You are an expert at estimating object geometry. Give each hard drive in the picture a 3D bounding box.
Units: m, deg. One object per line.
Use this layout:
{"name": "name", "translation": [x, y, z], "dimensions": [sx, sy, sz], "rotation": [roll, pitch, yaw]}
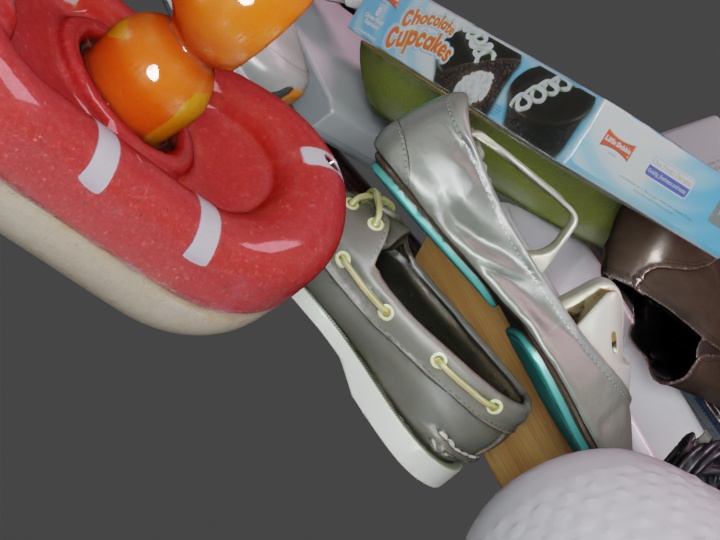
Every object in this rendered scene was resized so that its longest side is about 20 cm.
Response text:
{"name": "hard drive", "translation": [0.000, -0.111, 1.019], "dimensions": [0.200, 0.026, 0.132], "rotation": [24, 35, -58]}

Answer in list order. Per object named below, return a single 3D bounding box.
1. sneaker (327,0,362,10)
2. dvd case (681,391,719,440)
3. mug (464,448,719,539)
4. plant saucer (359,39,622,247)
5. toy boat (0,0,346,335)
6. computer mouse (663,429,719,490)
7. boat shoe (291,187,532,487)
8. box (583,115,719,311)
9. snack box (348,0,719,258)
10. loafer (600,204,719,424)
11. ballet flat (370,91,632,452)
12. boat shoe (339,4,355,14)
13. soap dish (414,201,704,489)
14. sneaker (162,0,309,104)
{"name": "sneaker", "translation": [-0.040, -0.224, 0.948], "dimensions": [0.200, 0.088, 0.080], "rotation": [39, 15, 6]}
{"name": "dvd case", "translation": [0.218, 0.088, 1.032], "dimensions": [0.143, 0.018, 0.200], "rotation": [54, -23, -2]}
{"name": "mug", "translation": [0.121, 0.170, 0.632], "dimensions": [0.200, 0.148, 0.175], "rotation": [46, 13, -41]}
{"name": "plant saucer", "translation": [0.078, -0.065, 0.948], "dimensions": [0.200, 0.031, 0.200], "rotation": [31, 7, -4]}
{"name": "toy boat", "translation": [-0.069, -0.070, 0.595], "dimensions": [0.200, 0.131, 0.131], "rotation": [37, 25, -43]}
{"name": "computer mouse", "translation": [0.154, 0.175, 0.790], "dimensions": [0.053, 0.139, 0.200], "rotation": [18, -26, 52]}
{"name": "boat shoe", "translation": [0.001, 0.000, 0.764], "dimensions": [0.202, 0.060, 0.072], "rotation": [55, 17, 2]}
{"name": "box", "translation": [0.238, 0.024, 1.169], "dimensions": [0.152, 0.106, 0.200], "rotation": [76, -6, -52]}
{"name": "snack box", "translation": [0.088, -0.079, 0.824], "dimensions": [0.116, 0.037, 0.200], "rotation": [26, 9, -38]}
{"name": "loafer", "translation": [0.174, 0.034, 0.896], "dimensions": [0.073, 0.071, 0.200], "rotation": [23, -24, 50]}
{"name": "ballet flat", "translation": [0.082, 0.008, 0.757], "dimensions": [0.200, 0.064, 0.067], "rotation": [54, 1, -7]}
{"name": "boat shoe", "translation": [0.010, -0.190, 1.133], "dimensions": [0.200, 0.062, 0.075], "rotation": [37, 23, -47]}
{"name": "soap dish", "translation": [0.109, 0.068, 0.886], "dimensions": [0.157, 0.081, 0.200], "rotation": [17, 41, -62]}
{"name": "sneaker", "translation": [-0.063, -0.183, 0.871], "dimensions": [0.200, 0.092, 0.076], "rotation": [65, 19, 12]}
